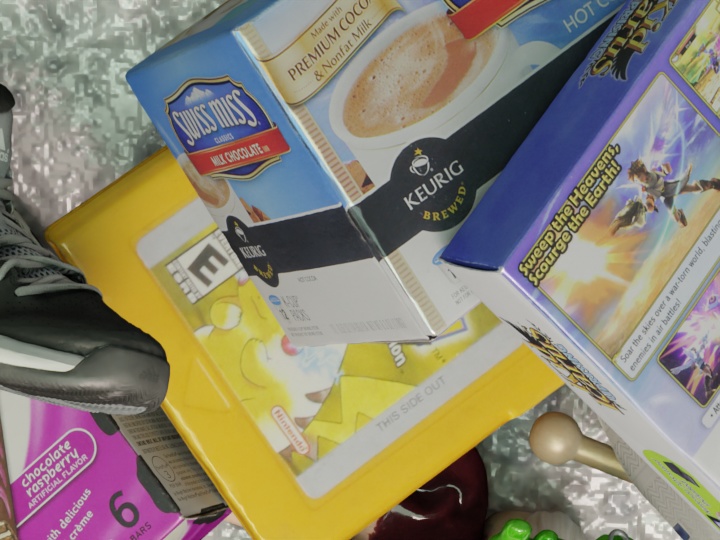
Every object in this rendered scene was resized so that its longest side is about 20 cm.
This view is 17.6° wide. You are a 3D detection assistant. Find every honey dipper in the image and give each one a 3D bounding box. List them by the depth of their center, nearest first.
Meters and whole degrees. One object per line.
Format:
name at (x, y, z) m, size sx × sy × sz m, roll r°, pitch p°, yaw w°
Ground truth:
honey dipper at (0.165, 0.102, 0.980) m, size 0.200 × 0.038 × 0.038 m, roll 22°, pitch 107°, yaw 3°

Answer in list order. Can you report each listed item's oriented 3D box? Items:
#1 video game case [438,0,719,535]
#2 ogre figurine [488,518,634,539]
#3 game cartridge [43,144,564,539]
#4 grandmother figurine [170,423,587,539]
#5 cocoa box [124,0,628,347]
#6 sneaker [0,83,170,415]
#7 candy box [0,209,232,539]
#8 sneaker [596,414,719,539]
video game case at (0.150, -0.024, 0.836) m, size 0.181 × 0.045 × 0.200 m, roll 44°, pitch 75°, yaw -27°
ogre figurine at (0.023, 0.171, 0.954) m, size 0.200 × 0.120 × 0.098 m, roll 1°, pitch 138°, yaw 15°
game cartridge at (0.000, 0.000, 0.959) m, size 0.200 × 0.032 × 0.176 m, roll -36°, pitch 99°, yaw -9°
grandmother figurine at (0.010, 0.101, 1.020) m, size 0.200 × 0.061 × 0.121 m, roll 23°, pitch 130°, yaw -5°
cocoa box at (0.038, -0.080, 0.879) m, size 0.200 × 0.133 × 0.131 m, roll -37°, pitch 102°, yaw -20°
sneaker at (-0.143, -0.016, 0.890) m, size 0.200 × 0.075 × 0.116 m, roll 11°, pitch 83°, yaw 38°
candy box at (-0.168, 0.065, 0.984) m, size 0.136 × 0.061 × 0.200 m, roll -42°, pitch 77°, yaw 14°
sneaker at (0.182, 0.075, 0.938) m, size 0.115 × 0.081 × 0.200 m, roll -31°, pitch 80°, yaw -18°
